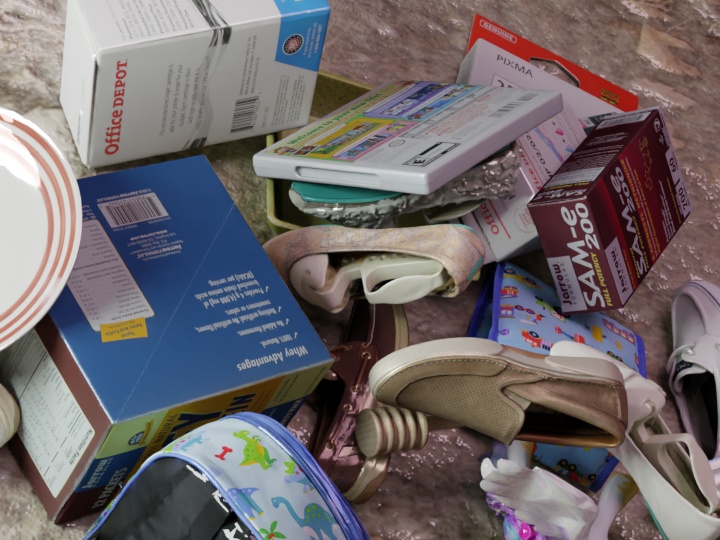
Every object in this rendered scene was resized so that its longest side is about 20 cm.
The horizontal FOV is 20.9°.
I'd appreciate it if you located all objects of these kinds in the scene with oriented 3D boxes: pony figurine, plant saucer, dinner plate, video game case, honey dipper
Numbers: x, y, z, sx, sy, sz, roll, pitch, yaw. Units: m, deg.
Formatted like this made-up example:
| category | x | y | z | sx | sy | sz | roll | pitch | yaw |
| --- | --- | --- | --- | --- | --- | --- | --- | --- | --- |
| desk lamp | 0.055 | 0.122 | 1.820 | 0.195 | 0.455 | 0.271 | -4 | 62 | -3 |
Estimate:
| category | x | y | z | sx | sy | sz | roll | pitch | yaw |
| --- | --- | --- | --- | --- | --- | --- | --- | --- | --- |
| pony figurine | 0.143 | 0.208 | 1.492 | 0.193 | 0.167 | 0.200 | 26 | 27 | -14 |
| plant saucer | 0.001 | -0.078 | 1.706 | 0.200 | 0.048 | 0.200 | 16 | 47 | -21 |
| dinner plate | -0.286 | -0.023 | 1.342 | 0.200 | 0.024 | 0.200 | -3 | 70 | 7 |
| video game case | 0.041 | -0.114 | 1.627 | 0.182 | 0.022 | 0.200 | 9 | 29 | 38 |
| honey dipper | 0.090 | 0.115 | 1.514 | 0.200 | 0.038 | 0.038 | -4 | 56 | -30 |

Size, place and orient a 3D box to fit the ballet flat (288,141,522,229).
| category | x | y | z | sx | sy | sz | roll | pitch | yaw |
| --- | --- | --- | --- | --- | --- | --- | --- | --- | --- |
| ballet flat | 0.043 | -0.063 | 1.625 | 0.200 | 0.072 | 0.072 | -13 | 58 | -8 |

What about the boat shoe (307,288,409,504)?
| category | x | y | z | sx | sy | sz | roll | pitch | yaw |
| --- | --- | --- | --- | --- | --- | --- | --- | --- | --- |
| boat shoe | -0.011 | 0.088 | 1.543 | 0.072 | 0.072 | 0.200 | 22 | 51 | -17 |

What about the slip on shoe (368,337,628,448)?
| category | x | y | z | sx | sy | sz | roll | pitch | yaw |
| --- | --- | --- | --- | --- | --- | --- | --- | --- | --- |
| slip on shoe | 0.106 | 0.098 | 1.454 | 0.200 | 0.076 | 0.061 | 8 | 53 | -19 |

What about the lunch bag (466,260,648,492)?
| category | x | y | z | sx | sy | sz | roll | pitch | yaw |
| --- | --- | --- | --- | --- | --- | --- | --- | --- | --- |
| lunch bag | 0.168 | 0.068 | 1.668 | 0.151 | 0.094 | 0.200 | 28 | 35 | -5 |

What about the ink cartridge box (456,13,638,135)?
| category | x | y | z | sx | sy | sz | roll | pitch | yaw |
| --- | --- | --- | --- | --- | --- | --- | --- | --- | --- |
| ink cartridge box | 0.193 | -0.170 | 1.911 | 0.200 | 0.044 | 0.174 | 26 | 46 | -11 |

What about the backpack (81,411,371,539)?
| category | x | y | z | sx | sy | sz | roll | pitch | yaw |
| --- | --- | --- | --- | --- | --- | --- | --- | --- | --- |
| backpack | -0.082 | 0.195 | 1.309 | 0.147 | 0.200 | 0.183 | -24 | 68 | -43 |

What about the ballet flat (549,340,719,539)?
| category | x | y | z | sx | sy | sz | roll | pitch | yaw |
| --- | --- | --- | --- | --- | --- | --- | --- | --- | --- |
| ballet flat | 0.227 | 0.129 | 1.531 | 0.200 | 0.069 | 0.069 | 55 | 45 | -1 |

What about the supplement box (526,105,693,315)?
| category | x | y | z | sx | sy | sz | roll | pitch | yaw |
| --- | --- | --- | --- | --- | --- | --- | --- | --- | --- |
| supplement box | 0.220 | -0.055 | 1.697 | 0.200 | 0.061 | 0.109 | -46 | 121 | -51 |

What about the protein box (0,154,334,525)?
| category | x | y | z | sx | sy | sz | roll | pitch | yaw |
| --- | --- | --- | --- | --- | --- | --- | --- | --- | --- |
| protein box | -0.168 | 0.046 | 1.430 | 0.199 | 0.135 | 0.200 | -15 | 62 | -39 |

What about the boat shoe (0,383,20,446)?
| category | x | y | z | sx | sy | sz | roll | pitch | yaw |
| --- | --- | --- | --- | --- | --- | --- | --- | --- | --- |
| boat shoe | -0.332 | 0.065 | 1.357 | 0.200 | 0.074 | 0.069 | 37 | 37 | 0 |

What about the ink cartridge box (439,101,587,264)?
| category | x | y | z | sx | sy | sz | roll | pitch | yaw |
| --- | --- | --- | --- | --- | --- | --- | --- | --- | --- |
| ink cartridge box | 0.144 | -0.079 | 1.731 | 0.200 | 0.068 | 0.115 | -17 | 76 | -57 |

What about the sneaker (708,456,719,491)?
| category | x | y | z | sx | sy | sz | roll | pitch | yaw |
| --- | --- | --- | --- | --- | --- | --- | --- | --- | --- |
| sneaker | 0.344 | 0.205 | 1.659 | 0.200 | 0.077 | 0.081 | 4 | 54 | -27 |

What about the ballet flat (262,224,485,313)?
| category | x | y | z | sx | sy | sz | roll | pitch | yaw |
| --- | --- | --- | --- | --- | --- | --- | --- | --- | --- |
| ballet flat | 0.000 | 0.000 | 1.557 | 0.068 | 0.200 | 0.067 | 62 | 32 | -37 |

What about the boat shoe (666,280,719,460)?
| category | x | y | z | sx | sy | sz | roll | pitch | yaw |
| --- | --- | --- | --- | --- | --- | --- | --- | --- | --- |
| boat shoe | 0.308 | 0.091 | 1.735 | 0.065 | 0.074 | 0.200 | 10 | 48 | -31 |

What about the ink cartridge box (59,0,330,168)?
| category | x | y | z | sx | sy | sz | roll | pitch | yaw |
| --- | --- | --- | --- | --- | --- | --- | --- | --- | --- |
| ink cartridge box | -0.139 | -0.175 | 1.596 | 0.200 | 0.146 | 0.084 | -12 | 56 | -21 |
